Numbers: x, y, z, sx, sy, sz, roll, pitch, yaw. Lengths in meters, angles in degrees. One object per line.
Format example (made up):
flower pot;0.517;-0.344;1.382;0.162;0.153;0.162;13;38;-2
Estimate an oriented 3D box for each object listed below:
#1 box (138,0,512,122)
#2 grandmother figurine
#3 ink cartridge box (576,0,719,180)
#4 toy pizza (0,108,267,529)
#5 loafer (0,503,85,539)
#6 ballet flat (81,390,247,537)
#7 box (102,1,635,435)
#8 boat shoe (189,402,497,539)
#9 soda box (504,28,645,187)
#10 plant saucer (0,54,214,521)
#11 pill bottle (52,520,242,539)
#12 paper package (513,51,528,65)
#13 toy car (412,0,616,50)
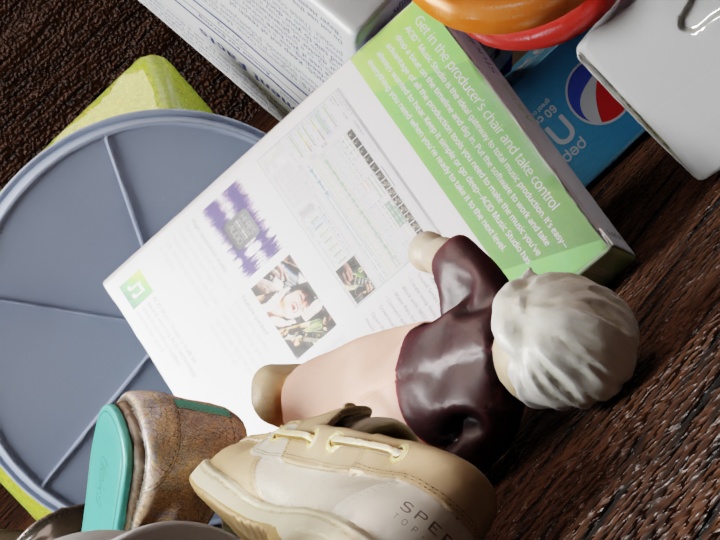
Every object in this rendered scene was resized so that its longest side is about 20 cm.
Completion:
box;-0.028;-0.156;1.170;0.105;0.184;0.200;-45;-16;-12
grandmother figurine;0.031;0.042;0.942;0.060;0.122;0.200;5;-15;-36
ink cartridge box;0.198;-0.146;1.038;0.144;0.085;0.200;-36;9;48
toy pizza;-0.091;0.025;1.146;0.200;0.200;0.032;-45;16;-10
loafer;-0.162;0.151;1.138;0.073;0.071;0.200;-12;-23;-32
ballet flat;-0.088;0.132;1.024;0.067;0.068;0.200;-3;-46;-28
box;0.000;0.000;1.058;0.200;0.144;0.036;-41;-22;17
boat shoe;-0.003;0.084;0.881;0.069;0.074;0.200;-47;18;-11
soda box;0.090;-0.069;1.241;0.200;0.064;0.068;-43;7;3
plant saucer;-0.099;0.033;1.187;0.200;0.200;0.048;-45;18;-12
pill bottle;-0.102;0.152;0.866;0.110;0.110;0.200;-48;9;-34
paper package;0.055;-0.146;1.357;0.200;0.191;0.103;-44;4;-17
toy car;0.079;-0.168;0.987;0.200;0.175;0.150;-52;-25;-42
